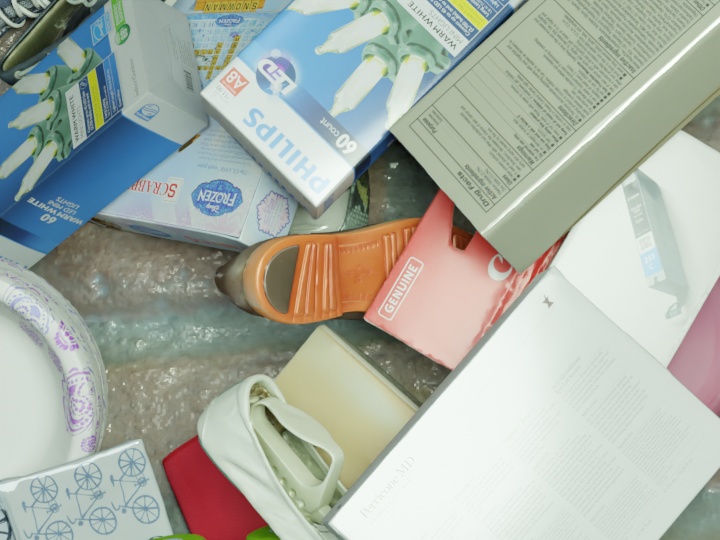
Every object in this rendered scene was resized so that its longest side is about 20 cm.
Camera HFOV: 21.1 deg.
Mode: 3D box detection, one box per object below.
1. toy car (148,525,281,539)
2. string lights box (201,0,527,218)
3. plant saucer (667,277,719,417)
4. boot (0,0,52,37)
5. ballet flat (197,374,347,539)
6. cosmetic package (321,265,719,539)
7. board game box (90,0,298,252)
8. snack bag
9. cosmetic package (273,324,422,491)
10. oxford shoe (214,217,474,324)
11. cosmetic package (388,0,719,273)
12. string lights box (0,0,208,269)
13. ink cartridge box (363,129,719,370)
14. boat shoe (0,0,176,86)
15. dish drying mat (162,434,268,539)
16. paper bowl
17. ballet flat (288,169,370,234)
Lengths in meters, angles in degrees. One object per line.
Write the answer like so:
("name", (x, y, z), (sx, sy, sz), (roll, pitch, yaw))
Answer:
("toy car", (-0.085, 0.254, 1.151), (0.157, 0.200, 0.165), (-8, 94, 10))
("string lights box", (0.006, -0.140, 1.209), (0.103, 0.059, 0.200), (44, 83, 3))
("plant saucer", (0.165, 0.041, 1.238), (0.200, 0.051, 0.201), (-5, 74, 16))
("boot", (-0.250, -0.212, 1.422), (0.090, 0.073, 0.200), (32, 86, 28))
("ballet flat", (-0.021, 0.143, 1.162), (0.069, 0.069, 0.200), (-43, 74, 3))
("cosmetic package", (0.099, 0.121, 1.120), (0.151, 0.052, 0.200), (43, 80, -2))
("board game box", (-0.099, -0.117, 1.325), (0.200, 0.041, 0.200), (11, 78, 47))
("snack bag", (-0.208, 0.222, 1.267), (0.199, 0.021, 0.189), (-15, 98, 3))
("cosmetic package", (0.036, 0.130, 1.226), (0.200, 0.105, 0.071), (40, 90, 24))
("oxford shoe", (0.000, 0.000, 1.250), (0.073, 0.200, 0.072), (3, 90, 55))
("cosmetic package", (0.129, -0.107, 1.153), (0.200, 0.073, 0.104), (-42, 60, 6))
("string lights box", (-0.199, -0.094, 1.337), (0.200, 0.059, 0.103), (-36, 50, 27))
("ink cartridge box", (0.125, -0.010, 1.187), (0.176, 0.045, 0.200), (30, 86, 3))
("boat shoe", (-0.183, -0.198, 1.373), (0.200, 0.062, 0.075), (-43, 39, 25))
("dish drying mat", (-0.063, 0.195, 1.286), (0.077, 0.018, 0.200), (-32, 70, 10))
("paper bowl", (-0.271, 0.087, 1.310), (0.200, 0.104, 0.201), (0, 98, 2))
("ballet flat", (-0.026, -0.078, 1.318), (0.069, 0.071, 0.201), (5, 77, 18))
